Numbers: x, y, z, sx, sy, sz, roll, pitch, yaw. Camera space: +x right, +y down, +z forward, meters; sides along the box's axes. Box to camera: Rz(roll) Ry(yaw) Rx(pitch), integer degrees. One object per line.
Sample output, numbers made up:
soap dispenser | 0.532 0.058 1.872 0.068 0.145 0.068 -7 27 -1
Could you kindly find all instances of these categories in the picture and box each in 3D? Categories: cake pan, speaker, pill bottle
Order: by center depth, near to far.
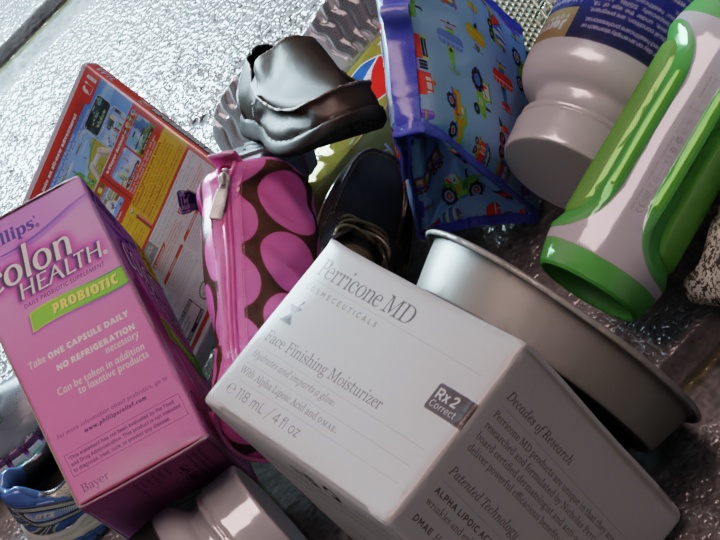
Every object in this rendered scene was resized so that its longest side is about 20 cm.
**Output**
cake pan | 0.113 0.047 1.428 0.037 0.200 0.200 -55 40 -5
speaker | 0.194 -0.071 1.500 0.088 0.088 0.201 23 78 48
pill bottle | -0.125 0.227 1.532 0.200 0.114 0.114 -43 39 0
pill bottle | 0.178 -0.143 1.604 0.119 0.120 0.201 6 59 43

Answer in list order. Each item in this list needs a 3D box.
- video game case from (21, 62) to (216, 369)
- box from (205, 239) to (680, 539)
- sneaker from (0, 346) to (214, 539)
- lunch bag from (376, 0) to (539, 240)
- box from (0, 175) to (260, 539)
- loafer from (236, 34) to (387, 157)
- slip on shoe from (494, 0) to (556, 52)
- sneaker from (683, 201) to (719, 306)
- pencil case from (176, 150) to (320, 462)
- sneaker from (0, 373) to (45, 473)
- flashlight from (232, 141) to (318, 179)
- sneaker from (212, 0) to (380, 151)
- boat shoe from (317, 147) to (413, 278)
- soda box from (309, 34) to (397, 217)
video game case | -0.157 -0.039 1.702 0.200 0.017 0.144 37 111 28
box | 0.049 0.112 1.421 0.131 0.200 0.199 -51 40 -9
sneaker | -0.175 0.118 1.695 0.200 0.085 0.077 -42 39 0
lunch bag | 0.053 -0.130 1.595 0.094 0.200 0.151 -9 68 13
box | -0.165 0.066 1.579 0.096 0.176 0.201 -29 71 0
loafer | -0.045 -0.122 1.605 0.073 0.072 0.200 -19 12 -20
slip on shoe | 0.110 -0.200 1.765 0.061 0.075 0.200 -21 22 -30
sneaker | 0.257 -0.055 1.503 0.088 0.077 0.201 -5 48 52
pencil case | -0.067 0.020 1.545 0.090 0.094 0.201 -15 52 7
sneaker | -0.306 0.132 1.790 0.200 0.088 0.074 -48 40 -6
flashlight | -0.129 -0.052 1.728 0.199 0.068 0.068 -14 53 39
sneaker | -0.030 -0.150 1.839 0.200 0.082 0.075 -40 78 23
boat shoe | 0.000 0.000 1.646 0.073 0.074 0.201 120 164 -64
soda box | 0.005 -0.095 1.751 0.200 0.064 0.068 -51 38 -8
